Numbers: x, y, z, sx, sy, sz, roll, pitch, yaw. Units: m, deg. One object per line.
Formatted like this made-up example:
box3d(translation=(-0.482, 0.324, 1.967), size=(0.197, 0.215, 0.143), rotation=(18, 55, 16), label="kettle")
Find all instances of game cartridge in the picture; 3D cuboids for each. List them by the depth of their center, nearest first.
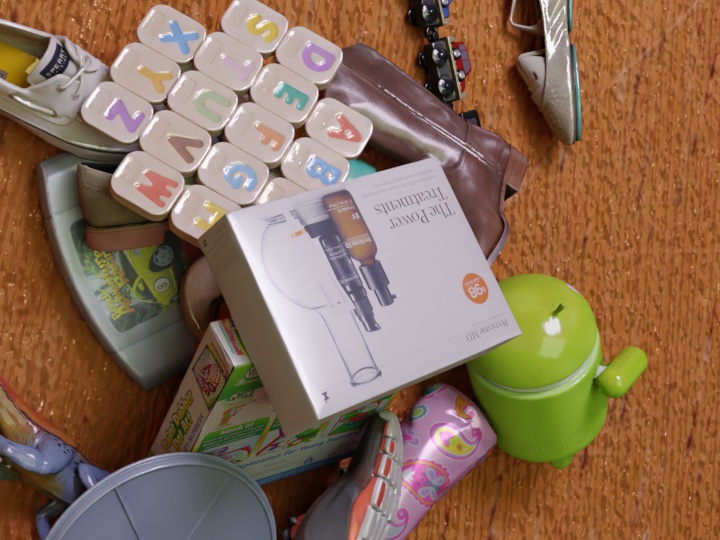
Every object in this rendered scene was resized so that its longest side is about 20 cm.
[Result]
box3d(translation=(-0.174, -0.013, 1.002), size=(0.133, 0.041, 0.201), rotation=(-28, 101, -19), label="game cartridge")

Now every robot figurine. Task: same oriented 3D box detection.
box3d(translation=(0.153, 0.086, 1.080), size=(0.116, 0.175, 0.200), rotation=(-58, 147, -33), label="robot figurine")

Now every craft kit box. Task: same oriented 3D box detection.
box3d(translation=(-0.053, 0.097, 0.959), size=(0.199, 0.198, 0.049), rotation=(-11, 58, -37), label="craft kit box")

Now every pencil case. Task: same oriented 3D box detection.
box3d(translation=(0.027, 0.188, 1.068), size=(0.200, 0.087, 0.088), rotation=(-43, 107, -18), label="pencil case")

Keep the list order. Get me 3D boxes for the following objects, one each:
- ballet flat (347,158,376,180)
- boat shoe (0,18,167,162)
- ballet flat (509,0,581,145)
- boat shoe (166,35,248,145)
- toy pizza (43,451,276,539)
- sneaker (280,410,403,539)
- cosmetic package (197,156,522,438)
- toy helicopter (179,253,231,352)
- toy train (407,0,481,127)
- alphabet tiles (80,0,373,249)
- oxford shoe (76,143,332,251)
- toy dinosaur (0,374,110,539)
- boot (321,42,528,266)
box3d(translation=(0.000, 0.000, 1.064), size=(0.070, 0.067, 0.201), rotation=(-4, 90, -18), label="ballet flat")
box3d(translation=(-0.232, -0.144, 0.938), size=(0.199, 0.070, 0.071), rotation=(24, 65, -13), label="boat shoe")
box3d(translation=(0.171, -0.214, 1.164), size=(0.062, 0.067, 0.201), rotation=(-2, 86, 2), label="ballet flat")
box3d(translation=(-0.096, -0.101, 1.021), size=(0.200, 0.072, 0.069), rotation=(55, 28, -22), label="boat shoe")
box3d(translation=(-0.154, 0.223, 0.918), size=(0.199, 0.032, 0.201), rotation=(-13, 115, -30), label="toy pizza")
box3d(translation=(-0.022, 0.196, 0.977), size=(0.077, 0.081, 0.201), rotation=(72, 33, -55), label="sneaker")
box3d(translation=(0.004, 0.013, 0.880), size=(0.199, 0.052, 0.151), rotation=(-19, 81, -38), label="cosmetic package")
box3d(translation=(-0.046, 0.005, 0.996), size=(0.199, 0.079, 0.133), rotation=(-9, 83, -18), label="toy helicopter")
box3d(translation=(0.079, -0.186, 1.124), size=(0.046, 0.034, 0.201), rotation=(-17, 97, -28), label="toy train")
box3d(translation=(-0.098, -0.113, 0.931), size=(0.195, 0.015, 0.201), rotation=(30, 66, -1), label="alphabet tiles")
box3d(translation=(-0.117, -0.071, 0.943), size=(0.199, 0.071, 0.074), rotation=(-15, 110, -10), label="oxford shoe")
box3d(translation=(-0.216, 0.154, 0.954), size=(0.181, 0.105, 0.201), rotation=(14, 72, -43), label="toy dinosaur")
box3d(translation=(0.035, -0.088, 1.039), size=(0.200, 0.064, 0.187), rotation=(34, 46, -13), label="boot")
